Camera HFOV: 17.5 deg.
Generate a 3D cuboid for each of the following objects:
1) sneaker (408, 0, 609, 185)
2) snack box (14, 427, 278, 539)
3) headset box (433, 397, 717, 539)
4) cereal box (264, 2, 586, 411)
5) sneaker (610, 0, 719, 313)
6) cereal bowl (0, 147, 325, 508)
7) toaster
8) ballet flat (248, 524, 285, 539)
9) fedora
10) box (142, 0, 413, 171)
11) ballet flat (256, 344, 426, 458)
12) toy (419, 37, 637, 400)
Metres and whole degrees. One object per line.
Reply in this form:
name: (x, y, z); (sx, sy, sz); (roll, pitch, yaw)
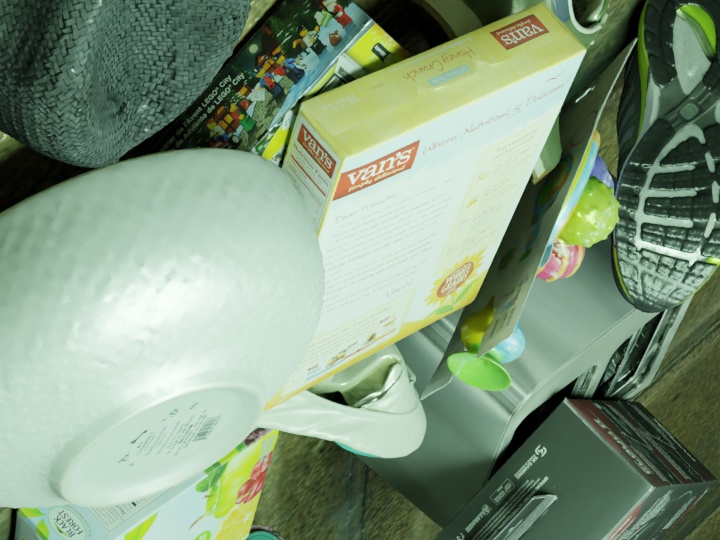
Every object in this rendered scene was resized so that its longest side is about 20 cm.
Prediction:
sneaker: (0.091, -0.111, 1.171); (0.090, 0.067, 0.200); (-41, 157, 0)
snack box: (-0.125, 0.158, 1.280); (0.142, 0.053, 0.200); (-33, 157, -30)
headset box: (0.116, 0.153, 1.377); (0.149, 0.077, 0.200); (-49, 162, 12)
cereal box: (0.017, -0.028, 1.097); (0.144, 0.040, 0.200); (-26, 154, -31)
sneaker: (0.178, -0.065, 1.334); (0.081, 0.074, 0.200); (110, -7, -67)
cereal bowl: (-0.100, 0.040, 0.981); (0.200, 0.083, 0.200); (-24, 156, -12)
toaster: (0.096, 0.036, 1.400); (0.181, 0.119, 0.200); (-35, 157, -32)
ballet flat: (-0.125, 0.223, 1.406); (0.200, 0.069, 0.071); (-35, 177, -30)
fedora: (-0.093, -0.101, 0.773); (0.201, 0.092, 0.201); (-40, 160, -18)
box: (-0.024, -0.053, 1.095); (0.137, 0.038, 0.200); (-46, 161, 4)
ballet flat: (-0.016, 0.056, 1.233); (0.200, 0.069, 0.069); (15, 118, -49)
toy: (0.105, -0.019, 1.265); (0.200, 0.047, 0.115); (-61, -171, -29)
